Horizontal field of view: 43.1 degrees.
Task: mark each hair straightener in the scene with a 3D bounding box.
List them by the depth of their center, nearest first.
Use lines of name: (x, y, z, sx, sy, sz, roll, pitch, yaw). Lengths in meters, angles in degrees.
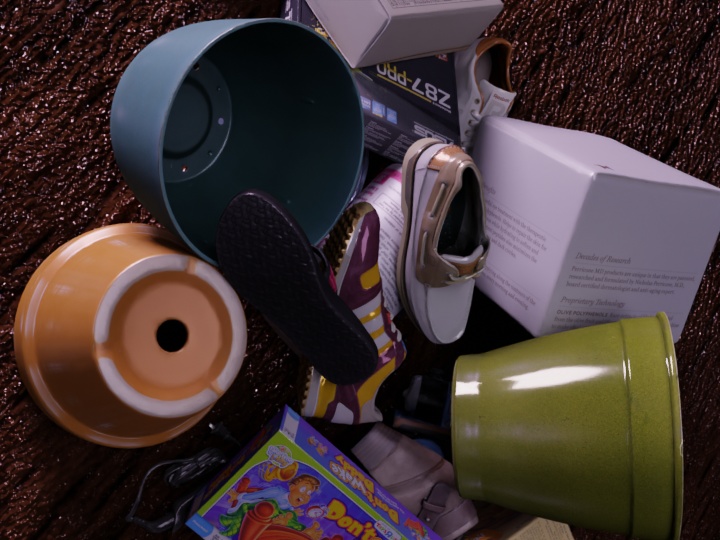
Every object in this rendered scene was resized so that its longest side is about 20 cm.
hair straightener: (-0.138, 0.185, 0.880, 0.197, 0.041, 0.078, -24, 97, -21)

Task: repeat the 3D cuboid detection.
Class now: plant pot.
plant pot: (-0.184, 0.056, 0.777, 0.197, 0.183, 0.205, 2, 86, -26)
plant pot: (-0.121, -0.117, 0.780, 0.198, 0.160, 0.204, -17, 116, -37)
plant pot: (0.181, 0.141, 0.828, 0.189, 0.200, 0.205, -1, 87, 12)

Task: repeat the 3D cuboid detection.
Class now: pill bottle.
pill bottle: (0.000, 0.000, 0.906, 0.200, 0.113, 0.114, -44, 106, -12)

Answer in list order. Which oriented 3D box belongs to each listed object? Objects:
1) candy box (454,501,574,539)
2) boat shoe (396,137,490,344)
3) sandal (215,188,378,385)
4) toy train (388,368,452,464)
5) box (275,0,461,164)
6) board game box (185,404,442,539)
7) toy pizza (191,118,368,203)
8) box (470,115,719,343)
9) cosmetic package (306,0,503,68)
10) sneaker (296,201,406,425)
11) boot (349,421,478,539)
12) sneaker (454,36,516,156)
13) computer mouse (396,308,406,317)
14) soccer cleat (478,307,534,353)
candy box: (0.112, 0.305, 0.949, 0.198, 0.115, 0.056, -28, 99, -25)
boat shoe: (0.079, -0.016, 0.837, 0.074, 0.068, 0.203, -23, 120, -27)
sandal: (-0.051, 0.013, 0.742, 0.201, 0.074, 0.045, 56, 24, -31)
toy train: (0.122, 0.174, 0.947, 0.196, 0.087, 0.116, 14, 86, 4)
box: (0.010, -0.198, 0.929, 0.197, 0.049, 0.164, 21, 52, -26)
board game box: (-0.040, 0.237, 0.830, 0.200, 0.045, 0.134, 42, 108, -11)
toy pizza: (-0.083, -0.127, 0.924, 0.197, 0.032, 0.205, 2, 85, -26)
box: (0.228, -0.044, 0.955, 0.197, 0.199, 0.174, 4, 112, -28)
cosmetic package: (0.047, -0.277, 0.926, 0.198, 0.073, 0.104, -21, 73, -45)
sneaker: (0.003, 0.040, 0.814, 0.088, 0.075, 0.203, 10, 107, -14)
boot: (0.011, 0.250, 0.885, 0.200, 0.070, 0.146, -43, 94, 11)
sneaker: (0.124, -0.161, 1.001, 0.072, 0.084, 0.204, 10, 86, -26)
computer mouse: (0.022, 0.048, 0.966, 0.058, 0.034, 0.202, 37, 72, -21)
soccer cleat: (0.150, 0.113, 1.012, 0.080, 0.067, 0.204, 9, 83, -14)
